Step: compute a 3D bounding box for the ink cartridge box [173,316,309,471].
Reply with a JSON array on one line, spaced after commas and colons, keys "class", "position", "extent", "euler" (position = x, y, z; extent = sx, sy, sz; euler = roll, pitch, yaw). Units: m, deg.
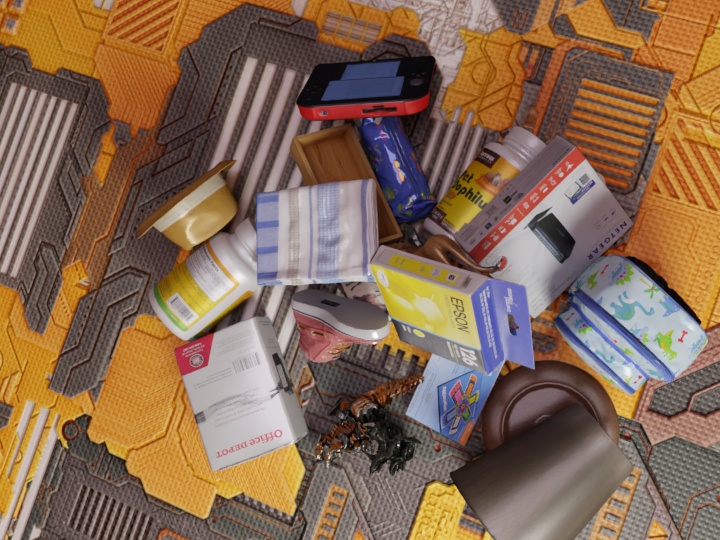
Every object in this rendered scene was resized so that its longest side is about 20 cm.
[{"class": "ink cartridge box", "position": [-0.185, 0.191, 1.141], "extent": [0.145, 0.083, 0.201], "euler": [-21, 82, 9]}]

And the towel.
[{"class": "towel", "position": [-0.066, -0.053, 1.052], "extent": [0.199, 0.024, 0.148], "euler": [-3, 84, 24]}]

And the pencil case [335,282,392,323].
[{"class": "pencil case", "position": [0.000, 0.000, 1.120], "extent": [0.089, 0.078, 0.201], "euler": [-41, 76, 35]}]

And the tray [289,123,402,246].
[{"class": "tray", "position": [-0.023, -0.119, 1.101], "extent": [0.098, 0.037, 0.201], "euler": [-18, 75, -22]}]

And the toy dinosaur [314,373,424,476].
[{"class": "toy dinosaur", "position": [0.015, 0.232, 1.094], "extent": [0.136, 0.102, 0.200], "euler": [51, 123, 30]}]

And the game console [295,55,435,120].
[{"class": "game console", "position": [0.011, -0.284, 1.113], "extent": [0.199, 0.031, 0.177], "euler": [0, 40, 11]}]

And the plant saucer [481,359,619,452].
[{"class": "plant saucer", "position": [0.277, 0.233, 1.067], "extent": [0.199, 0.037, 0.202], "euler": [-1, 85, 11]}]

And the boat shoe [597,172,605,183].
[{"class": "boat shoe", "position": [0.278, -0.074, 1.091], "extent": [0.200, 0.073, 0.062], "euler": [-50, 35, 11]}]

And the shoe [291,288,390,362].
[{"class": "shoe", "position": [-0.028, 0.094, 1.083], "extent": [0.200, 0.071, 0.092], "euler": [16, 120, 46]}]

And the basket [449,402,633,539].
[{"class": "basket", "position": [0.254, 0.286, 0.985], "extent": [0.200, 0.136, 0.181], "euler": [-39, 74, 2]}]

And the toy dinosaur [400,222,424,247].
[{"class": "toy dinosaur", "position": [0.120, 0.013, 1.092], "extent": [0.200, 0.047, 0.088], "euler": [38, 131, 17]}]

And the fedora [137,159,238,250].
[{"class": "fedora", "position": [-0.254, -0.091, 1.139], "extent": [0.200, 0.201, 0.082], "euler": [-36, 101, 7]}]

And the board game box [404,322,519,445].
[{"class": "board game box", "position": [0.149, 0.151, 1.079], "extent": [0.103, 0.019, 0.201], "euler": [26, 109, 14]}]

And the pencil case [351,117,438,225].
[{"class": "pencil case", "position": [0.051, -0.172, 1.123], "extent": [0.078, 0.087, 0.201], "euler": [-20, 82, -9]}]

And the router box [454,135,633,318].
[{"class": "router box", "position": [0.261, -0.057, 1.025], "extent": [0.200, 0.179, 0.049], "euler": [-46, 34, 8]}]

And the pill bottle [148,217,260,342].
[{"class": "pill bottle", "position": [-0.224, 0.011, 1.151], "extent": [0.200, 0.111, 0.111], "euler": [-40, 79, 6]}]

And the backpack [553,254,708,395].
[{"class": "backpack", "position": [0.359, 0.075, 0.979], "extent": [0.183, 0.200, 0.147], "euler": [44, 94, 11]}]

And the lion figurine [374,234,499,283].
[{"class": "lion figurine", "position": [0.098, -0.010, 1.005], "extent": [0.123, 0.200, 0.072], "euler": [49, 56, -3]}]

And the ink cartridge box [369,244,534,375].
[{"class": "ink cartridge box", "position": [0.124, 0.063, 0.963], "extent": [0.199, 0.198, 0.047], "euler": [20, 61, 30]}]

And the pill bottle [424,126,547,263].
[{"class": "pill bottle", "position": [0.193, -0.110, 1.076], "extent": [0.109, 0.109, 0.200], "euler": [40, 93, 12]}]
